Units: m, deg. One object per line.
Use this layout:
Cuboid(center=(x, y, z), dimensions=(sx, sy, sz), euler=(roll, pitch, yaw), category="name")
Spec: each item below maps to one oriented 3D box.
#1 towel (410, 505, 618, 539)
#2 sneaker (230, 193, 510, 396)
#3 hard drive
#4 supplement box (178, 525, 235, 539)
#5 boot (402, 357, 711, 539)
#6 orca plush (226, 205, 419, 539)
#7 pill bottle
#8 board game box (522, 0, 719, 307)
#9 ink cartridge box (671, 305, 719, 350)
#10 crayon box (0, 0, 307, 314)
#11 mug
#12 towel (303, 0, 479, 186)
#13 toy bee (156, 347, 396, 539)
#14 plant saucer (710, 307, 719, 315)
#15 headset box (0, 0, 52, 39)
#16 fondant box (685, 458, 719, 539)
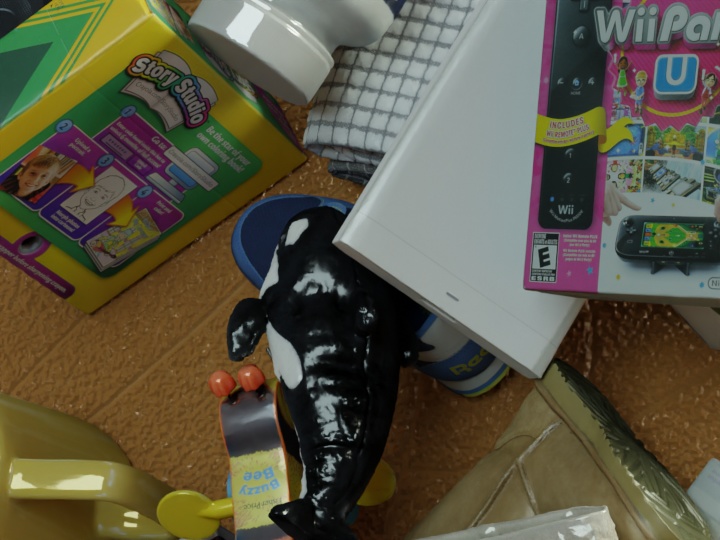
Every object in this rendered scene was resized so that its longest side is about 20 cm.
Cuboid(center=(0.058, 0.198, 1.274), dimensions=(0.199, 0.034, 0.134), euler=(-16, 94, 32), category="towel")
Cuboid(center=(0.000, 0.000, 1.454), dimensions=(0.199, 0.082, 0.074), euler=(24, 83, 32), category="sneaker")
Cuboid(center=(0.091, -0.063, 1.348), dimensions=(0.131, 0.026, 0.201), euler=(34, 80, -11), category="hard drive")
Cuboid(center=(-0.085, 0.255, 1.401), dimensions=(0.108, 0.061, 0.201), euler=(-28, 59, 13), category="supplement box")
Cuboid(center=(0.080, 0.166, 1.321), dimensions=(0.200, 0.066, 0.175), euler=(-51, 29, 11), category="boot")
Cuboid(center=(-0.018, 0.042, 1.325), dimensions=(0.104, 0.071, 0.201), euler=(19, 54, -5), category="orca plush")
Cuboid(center=(-0.009, -0.198, 1.429), dimensions=(0.111, 0.111, 0.201), euler=(28, 81, 32), category="pill bottle")
Cuboid(center=(0.162, -0.084, 1.273), dimensions=(0.147, 0.064, 0.202), euler=(2, 85, 40), category="board game box")
Cuboid(center=(0.262, -0.055, 1.348), dimensions=(0.146, 0.083, 0.201), euler=(8, 73, 28), category="ink cartridge box")
Cuboid(center=(-0.151, -0.075, 1.487), dimensions=(0.172, 0.200, 0.058), euler=(-36, 58, 8), category="crayon box")
Cuboid(center=(-0.212, 0.123, 1.464), dimensions=(0.186, 0.153, 0.150), euler=(-33, 58, 10), category="mug")
Cuboid(center=(0.081, -0.119, 1.465), dimensions=(0.199, 0.086, 0.167), euler=(11, 73, 31), category="towel")
Cuboid(center=(-0.055, 0.106, 1.383), dimensions=(0.130, 0.109, 0.201), euler=(-31, 51, 6), category="toy bee")
Cuboid(center=(0.243, -0.059, 1.292), dimensions=(0.198, 0.031, 0.202), euler=(-9, 66, 22), category="plant saucer")
Cuboid(center=(-0.219, -0.156, 1.618), dimensions=(0.173, 0.093, 0.201), euler=(-24, 60, 15), category="headset box")
Cuboid(center=(0.182, 0.220, 1.289), dimensions=(0.144, 0.058, 0.201), euler=(35, 88, 33), category="fondant box")
